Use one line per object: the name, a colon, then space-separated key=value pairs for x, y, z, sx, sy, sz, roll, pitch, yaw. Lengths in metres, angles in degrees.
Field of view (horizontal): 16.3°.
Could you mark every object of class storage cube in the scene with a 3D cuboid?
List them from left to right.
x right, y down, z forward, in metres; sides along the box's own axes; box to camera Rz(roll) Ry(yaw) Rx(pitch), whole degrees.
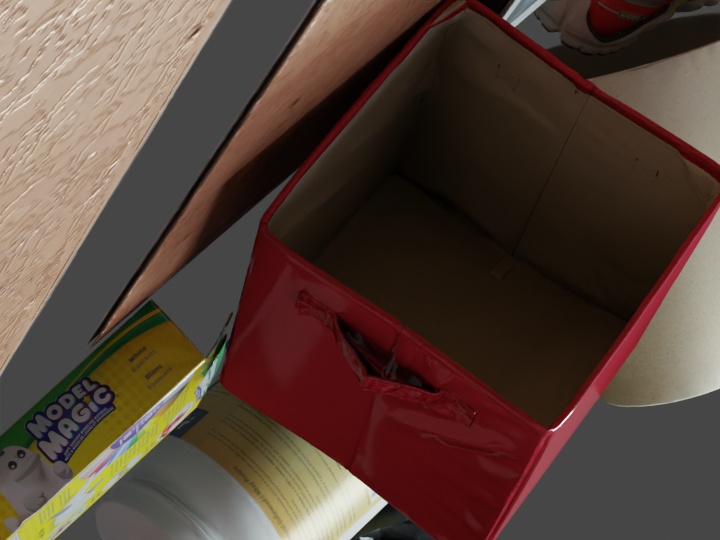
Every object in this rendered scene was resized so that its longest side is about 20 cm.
storage cube: x=0.050 y=0.009 z=1.253 sx=0.200 sy=0.171 sz=0.180 roll=-51 pitch=171 yaw=-27

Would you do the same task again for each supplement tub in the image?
supplement tub: x=-0.067 y=0.141 z=1.703 sx=0.200 sy=0.145 sz=0.145 roll=-41 pitch=174 yaw=-28

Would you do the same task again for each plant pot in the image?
plant pot: x=0.163 y=-0.030 z=1.460 sx=0.186 sy=0.201 sz=0.187 roll=-15 pitch=-170 yaw=3

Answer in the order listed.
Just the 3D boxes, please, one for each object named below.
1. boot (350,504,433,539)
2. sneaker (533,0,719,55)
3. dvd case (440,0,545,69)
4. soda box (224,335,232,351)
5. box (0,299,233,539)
boot: x=-0.006 y=0.149 z=1.840 sx=0.200 sy=0.164 sz=0.066 roll=-98 pitch=-179 yaw=-52
sneaker: x=0.182 y=-0.191 z=1.438 sx=0.200 sy=0.077 sz=0.085 roll=-40 pitch=168 yaw=-40
dvd case: x=0.125 y=-0.195 z=1.247 sx=0.150 sy=0.025 sz=0.200 roll=-41 pitch=174 yaw=-35
soda box: x=0.000 y=0.000 z=1.573 sx=0.200 sy=0.064 sz=0.068 roll=-49 pitch=173 yaw=37
box: x=-0.147 y=0.090 z=1.274 sx=0.200 sy=0.048 sz=0.117 roll=-41 pitch=173 yaw=-16
